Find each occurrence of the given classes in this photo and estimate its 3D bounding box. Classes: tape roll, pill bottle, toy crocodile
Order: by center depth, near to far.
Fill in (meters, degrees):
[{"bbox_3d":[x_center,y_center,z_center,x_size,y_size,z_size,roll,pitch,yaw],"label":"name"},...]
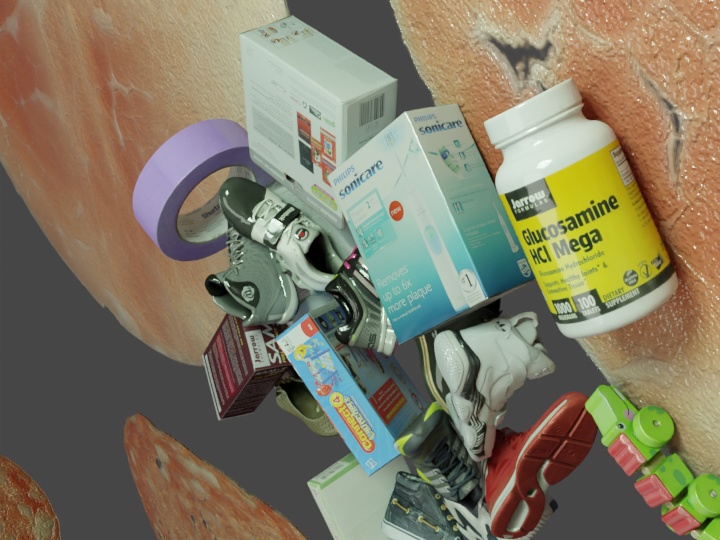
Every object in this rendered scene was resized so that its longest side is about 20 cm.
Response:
[{"bbox_3d":[0.185,-0.054,0.798,0.112,0.111,0.203,-19,98,60],"label":"pill bottle"},{"bbox_3d":[0.289,0.198,0.893,0.201,0.061,0.068,53,149,17],"label":"toy crocodile"},{"bbox_3d":[-0.217,-0.110,1.295,0.066,0.198,0.202,45,146,26],"label":"tape roll"}]

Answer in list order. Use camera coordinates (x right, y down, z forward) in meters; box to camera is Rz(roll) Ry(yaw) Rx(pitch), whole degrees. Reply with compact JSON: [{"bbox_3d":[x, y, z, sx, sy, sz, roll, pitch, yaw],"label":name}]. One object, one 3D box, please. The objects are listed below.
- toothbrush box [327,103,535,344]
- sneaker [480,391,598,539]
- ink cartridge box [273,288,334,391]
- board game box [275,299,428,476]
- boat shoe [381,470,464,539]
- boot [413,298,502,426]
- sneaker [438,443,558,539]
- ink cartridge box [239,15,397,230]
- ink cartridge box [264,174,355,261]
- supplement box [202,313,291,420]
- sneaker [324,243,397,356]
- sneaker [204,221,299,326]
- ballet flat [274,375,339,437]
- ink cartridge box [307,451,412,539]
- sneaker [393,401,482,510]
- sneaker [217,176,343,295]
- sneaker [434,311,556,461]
[{"bbox_3d":[0.070,-0.047,0.963,0.146,0.084,0.203,-31,79,48],"label":"toothbrush box"},{"bbox_3d":[0.184,0.191,1.036,0.202,0.077,0.116,-62,26,25],"label":"sneaker"},{"bbox_3d":[-0.080,0.114,1.366,0.145,0.083,0.199,55,150,-6],"label":"ink cartridge box"},{"bbox_3d":[-0.003,0.135,1.170,0.197,0.056,0.200,55,-165,4],"label":"board game box"},{"bbox_3d":[0.122,0.347,1.272,0.197,0.071,0.093,14,92,28],"label":"boat shoe"},{"bbox_3d":[0.127,0.087,1.050,0.138,0.077,0.202,-27,92,56],"label":"boot"},{"bbox_3d":[0.153,0.272,1.148,0.130,0.079,0.199,51,160,3],"label":"sneaker"},{"bbox_3d":[-0.052,-0.176,1.099,0.199,0.083,0.178,39,143,35],"label":"ink cartridge box"},{"bbox_3d":[-0.050,-0.043,1.265,0.200,0.057,0.162,47,153,-16],"label":"ink cartridge box"},{"bbox_3d":[-0.167,0.128,1.329,0.200,0.060,0.111,-51,52,55],"label":"supplement box"},{"bbox_3d":[0.000,0.000,1.102,0.074,0.086,0.204,139,130,-79],"label":"sneaker"},{"bbox_3d":[-0.162,-0.018,1.222,0.075,0.114,0.203,-40,68,46],"label":"sneaker"},{"bbox_3d":[-0.064,0.179,1.267,0.199,0.067,0.047,11,140,57],"label":"ballet flat"},{"bbox_3d":[0.028,0.362,1.353,0.048,0.144,0.203,-12,104,62],"label":"ink cartridge box"},{"bbox_3d":[0.099,0.214,1.052,0.081,0.074,0.200,41,173,32],"label":"sneaker"},{"bbox_3d":[-0.092,-0.053,1.185,0.199,0.075,0.088,41,155,-16],"label":"sneaker"},{"bbox_3d":[0.150,0.125,0.995,0.076,0.113,0.202,-116,6,-46],"label":"sneaker"}]
